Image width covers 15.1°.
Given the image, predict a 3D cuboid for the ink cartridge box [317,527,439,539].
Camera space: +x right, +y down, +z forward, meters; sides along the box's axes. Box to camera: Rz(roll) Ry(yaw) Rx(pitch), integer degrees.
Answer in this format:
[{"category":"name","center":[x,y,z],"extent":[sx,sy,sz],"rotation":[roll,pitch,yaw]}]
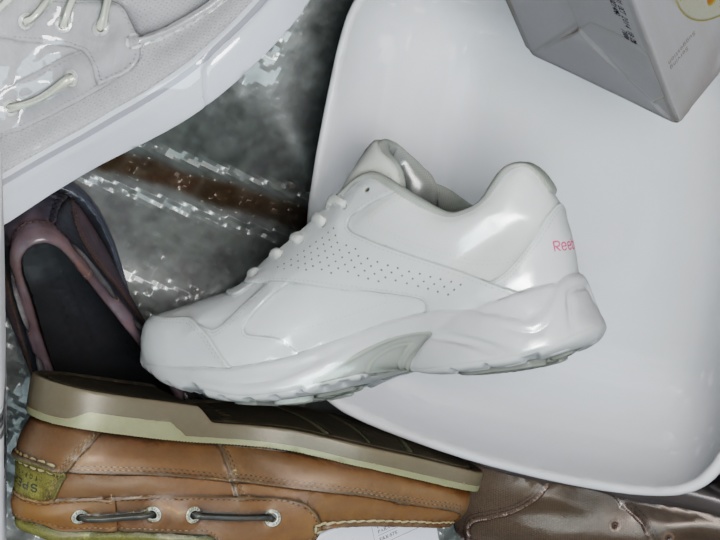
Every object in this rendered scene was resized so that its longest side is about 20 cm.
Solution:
[{"category":"ink cartridge box","center":[-0.055,0.163,1.164],"extent":[0.200,0.044,0.094],"rotation":[-22,115,-24]}]

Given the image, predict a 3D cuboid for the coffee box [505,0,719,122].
[{"category":"coffee box","center":[0.136,-0.173,1.017],"extent":[0.200,0.080,0.114],"rotation":[-50,145,-16]}]

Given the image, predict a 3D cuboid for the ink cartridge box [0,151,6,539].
[{"category":"ink cartridge box","center":[-0.216,0.051,1.093],"extent":[0.144,0.084,0.200],"rotation":[-1,127,-8]}]

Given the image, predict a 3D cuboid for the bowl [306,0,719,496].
[{"category":"bowl","center":[0.083,-0.019,1.121],"extent":[0.199,0.075,0.200],"rotation":[14,107,21]}]

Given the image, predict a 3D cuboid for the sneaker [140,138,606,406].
[{"category":"sneaker","center":[0.000,0.000,1.090],"extent":[0.200,0.078,0.100],"rotation":[-10,86,22]}]

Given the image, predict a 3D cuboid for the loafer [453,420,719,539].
[{"category":"loafer","center":[0.128,0.107,1.205],"extent":[0.200,0.073,0.071],"rotation":[15,115,-7]}]

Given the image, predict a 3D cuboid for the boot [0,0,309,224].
[{"category":"boot","center":[-0.121,-0.096,1.094],"extent":[0.200,0.074,0.096],"rotation":[-34,118,4]}]

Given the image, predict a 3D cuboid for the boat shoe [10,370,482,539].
[{"category":"boat shoe","center":[-0.049,0.090,1.121],"extent":[0.200,0.072,0.068],"rotation":[11,93,-18]}]

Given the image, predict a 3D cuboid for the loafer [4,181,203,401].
[{"category":"loafer","center":[-0.106,0.057,1.152],"extent":[0.072,0.063,0.200],"rotation":[-25,109,1]}]
